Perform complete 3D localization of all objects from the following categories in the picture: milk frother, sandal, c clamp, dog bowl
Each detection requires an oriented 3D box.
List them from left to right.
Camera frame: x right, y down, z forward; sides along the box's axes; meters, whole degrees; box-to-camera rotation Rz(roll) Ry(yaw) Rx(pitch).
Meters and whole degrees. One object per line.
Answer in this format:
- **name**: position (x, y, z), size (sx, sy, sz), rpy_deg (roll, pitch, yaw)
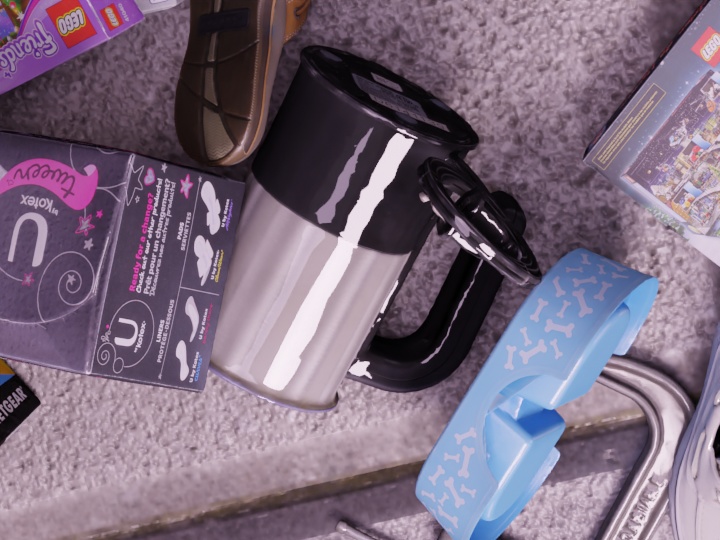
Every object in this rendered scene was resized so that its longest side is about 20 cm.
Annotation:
- **sandal**: position (-0.057, -0.153, 1.636), size (0.082, 0.055, 0.200), rpy_deg (-2, 75, 38)
- **milk frother**: position (0.000, 0.000, 1.609), size (0.180, 0.200, 0.188), rpy_deg (27, 106, -2)
- **dog bowl**: position (0.100, 0.073, 1.631), size (0.050, 0.111, 0.200), rpy_deg (36, 108, 15)
- **c clamp**: position (0.106, 0.127, 1.710), size (0.171, 0.027, 0.200), rpy_deg (32, 105, -1)

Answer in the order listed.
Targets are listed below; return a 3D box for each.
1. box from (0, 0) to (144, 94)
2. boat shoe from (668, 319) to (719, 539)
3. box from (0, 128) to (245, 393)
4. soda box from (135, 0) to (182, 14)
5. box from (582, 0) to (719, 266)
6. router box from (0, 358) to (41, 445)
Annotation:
- **box**: position (-0.233, -0.169, 1.642), size (0.200, 0.039, 0.137), rpy_deg (-22, 100, 41)
- **boat shoe**: position (0.229, 0.113, 1.653), size (0.072, 0.066, 0.200), rpy_deg (10, 117, -3)
- **box**: position (-0.187, -0.013, 1.617), size (0.200, 0.115, 0.132), rpy_deg (11, 89, 33)
- **soda box**: position (-0.152, -0.250, 1.638), size (0.063, 0.068, 0.200), rpy_deg (-11, 101, 12)
- **box**: position (0.244, -0.102, 1.628), size (0.137, 0.038, 0.200), rpy_deg (38, 106, -2)
- **router box**: position (-0.286, 0.071, 1.667), size (0.051, 0.200, 0.149), rpy_deg (-41, 94, 20)
